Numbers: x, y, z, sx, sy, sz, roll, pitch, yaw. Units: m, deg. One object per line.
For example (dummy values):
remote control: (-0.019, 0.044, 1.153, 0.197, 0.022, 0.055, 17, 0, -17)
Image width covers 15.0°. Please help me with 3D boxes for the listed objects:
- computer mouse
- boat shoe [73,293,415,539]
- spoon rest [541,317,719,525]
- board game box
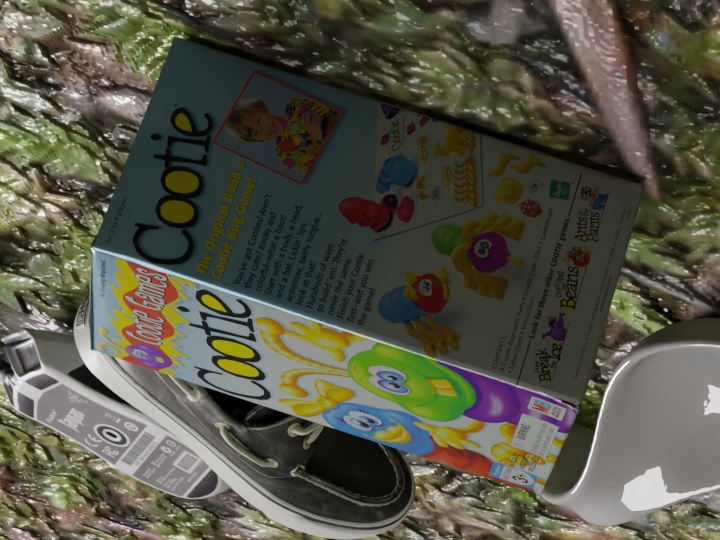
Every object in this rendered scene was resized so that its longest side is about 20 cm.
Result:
computer mouse: (-0.148, 0.052, 1.384, 0.200, 0.044, 0.110, 30, 148, -9)
boat shoe: (-0.045, 0.067, 1.310, 0.200, 0.071, 0.064, 34, 151, -24)
spoon rest: (0.136, 0.072, 1.214, 0.099, 0.061, 0.200, 27, 154, -16)
board game box: (0.000, 0.000, 1.114, 0.199, 0.105, 0.103, 18, 154, 2)
